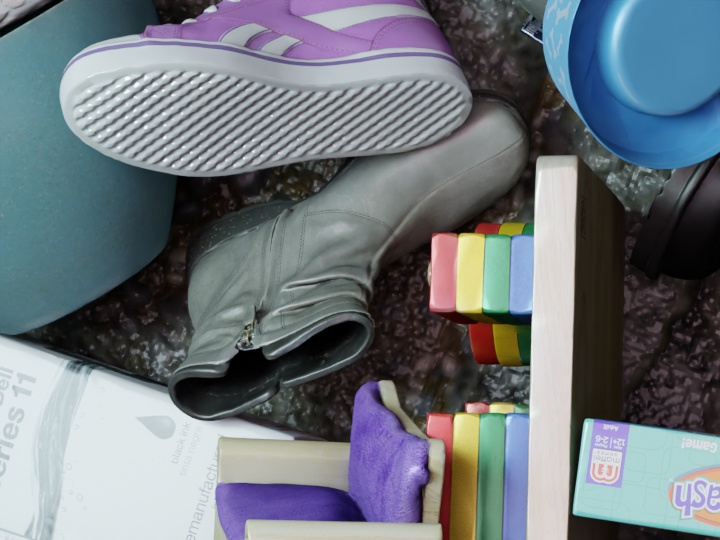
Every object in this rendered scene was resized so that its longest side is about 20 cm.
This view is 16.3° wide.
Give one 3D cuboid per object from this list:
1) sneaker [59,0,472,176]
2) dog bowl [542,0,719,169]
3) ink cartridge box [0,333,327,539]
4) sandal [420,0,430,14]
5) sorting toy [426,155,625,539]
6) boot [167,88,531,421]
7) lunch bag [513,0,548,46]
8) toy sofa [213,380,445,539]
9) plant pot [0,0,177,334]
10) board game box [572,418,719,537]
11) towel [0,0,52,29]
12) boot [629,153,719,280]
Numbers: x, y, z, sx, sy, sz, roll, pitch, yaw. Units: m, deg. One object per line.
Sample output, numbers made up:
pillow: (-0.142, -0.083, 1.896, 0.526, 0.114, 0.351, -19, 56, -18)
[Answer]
sneaker: (-0.056, -0.108, 1.188, 0.200, 0.073, 0.114, -1, 51, -28)
dog bowl: (0.165, -0.134, 1.136, 0.200, 0.050, 0.112, -41, 118, -8)
ink cartridge box: (-0.136, 0.121, 1.254, 0.199, 0.083, 0.147, 17, 88, 13)
sandal: (-0.027, -0.155, 1.282, 0.076, 0.043, 0.200, -35, 75, -3)
sorting toy: (0.076, 0.059, 1.156, 0.069, 0.199, 0.201, 1, 85, 12)
boot: (0.000, 0.000, 1.209, 0.200, 0.131, 0.068, -28, 119, 13)
lunch bag: (0.108, -0.218, 1.207, 0.168, 0.139, 0.200, 33, 92, -11)
toy sofa: (-0.018, 0.107, 1.099, 0.083, 0.200, 0.098, 2, 96, -7)
plant pot: (-0.168, -0.049, 1.236, 0.200, 0.200, 0.135, -27, 102, 8)
board game box: (0.183, 0.100, 1.129, 0.152, 0.200, 0.045, 8, 87, 13)
towel: (-0.231, -0.112, 1.244, 0.200, 0.191, 0.032, -28, 102, 7)
boot: (0.244, -0.042, 1.190, 0.158, 0.079, 0.211, 42, 94, 12)
